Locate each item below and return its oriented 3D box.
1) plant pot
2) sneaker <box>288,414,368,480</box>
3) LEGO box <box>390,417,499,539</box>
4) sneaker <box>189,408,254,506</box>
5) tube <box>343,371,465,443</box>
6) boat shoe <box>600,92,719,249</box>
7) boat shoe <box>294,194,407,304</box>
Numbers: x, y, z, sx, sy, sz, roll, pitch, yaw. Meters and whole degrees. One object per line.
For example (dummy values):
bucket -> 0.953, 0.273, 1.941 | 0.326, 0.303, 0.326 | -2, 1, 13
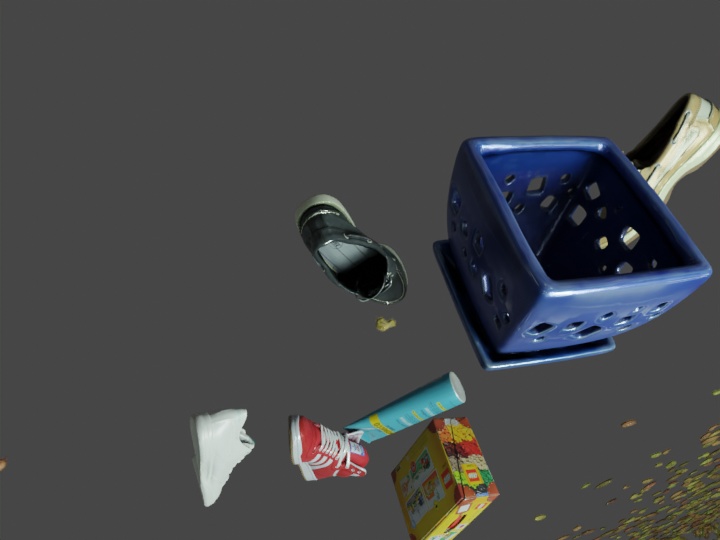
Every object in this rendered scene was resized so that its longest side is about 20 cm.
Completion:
plant pot -> 0.194, -0.010, 0.610 | 0.196, 0.202, 0.181 | -5, 143, -19
sneaker -> -0.046, 0.270, 0.884 | 0.110, 0.072, 0.201 | -6, 146, 3
LEGO box -> 0.144, 0.386, 1.040 | 0.076, 0.150, 0.202 | 5, 134, -26
sneaker -> -0.199, 0.273, 0.843 | 0.087, 0.076, 0.202 | -13, 138, -27
tube -> 0.072, 0.227, 0.925 | 0.198, 0.051, 0.077 | -31, 129, 21
boat shoe -> 0.316, -0.110, 0.657 | 0.075, 0.072, 0.201 | 22, 117, -21
boat shoe -> 0.002, -0.001, 0.630 | 0.074, 0.067, 0.200 | -29, 138, 9
